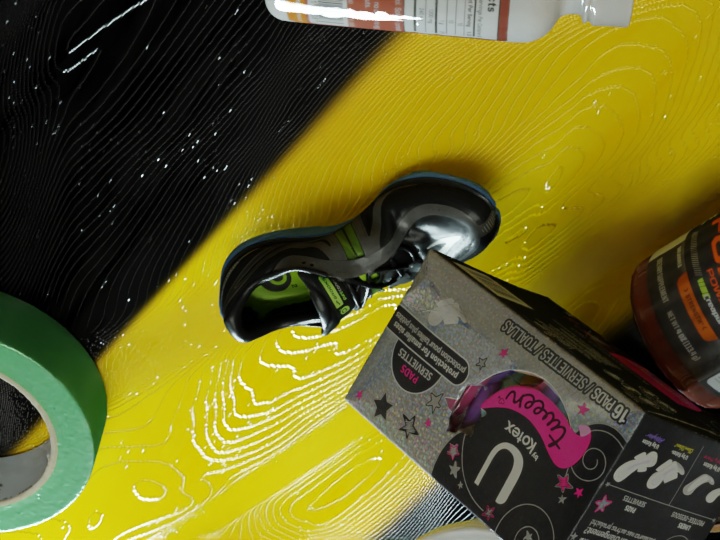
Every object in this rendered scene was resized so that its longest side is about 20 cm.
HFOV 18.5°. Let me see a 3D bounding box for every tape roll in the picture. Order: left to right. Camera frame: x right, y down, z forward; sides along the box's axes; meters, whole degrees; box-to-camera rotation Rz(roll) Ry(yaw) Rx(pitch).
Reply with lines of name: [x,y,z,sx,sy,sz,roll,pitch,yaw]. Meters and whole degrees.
tape roll: [-0.278,0.097,1.532,0.198,0.048,0.202,4,131,4]

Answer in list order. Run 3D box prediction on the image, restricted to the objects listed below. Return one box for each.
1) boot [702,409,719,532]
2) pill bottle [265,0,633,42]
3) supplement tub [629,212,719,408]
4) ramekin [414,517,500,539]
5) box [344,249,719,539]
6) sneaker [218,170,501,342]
boot: [0.188,0.101,1.445,0.199,0.073,0.167,-19,127,27]
pill bottle: [0.051,-0.183,1.197,0.198,0.113,0.113,6,131,3]
supplement tub: [0.266,-0.005,1.321,0.199,0.107,0.107,-34,118,31]
ramekin: [0.108,0.260,1.536,0.201,0.094,0.204,7,105,27]
box: [0.109,0.094,1.315,0.132,0.200,0.115,21,102,-46]
sneaker: [-0.001,0.000,1.381,0.198,0.083,0.071,-19,124,21]
